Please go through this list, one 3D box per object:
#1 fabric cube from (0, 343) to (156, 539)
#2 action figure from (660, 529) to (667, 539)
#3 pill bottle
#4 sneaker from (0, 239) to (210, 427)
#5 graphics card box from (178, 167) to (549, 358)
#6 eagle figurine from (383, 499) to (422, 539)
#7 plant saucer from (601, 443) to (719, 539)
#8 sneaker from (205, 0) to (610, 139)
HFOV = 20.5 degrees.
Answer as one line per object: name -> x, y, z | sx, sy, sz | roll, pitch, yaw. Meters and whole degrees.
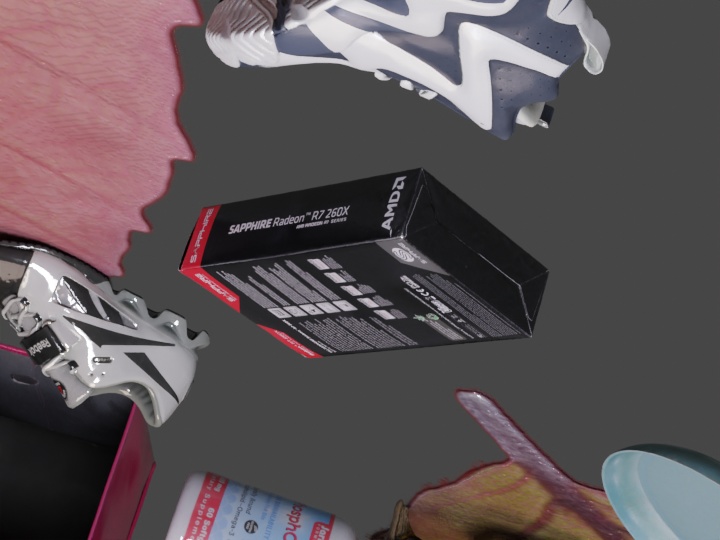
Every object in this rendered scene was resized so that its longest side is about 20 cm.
fabric cube -> -0.294, 0.188, 1.652 | 0.198, 0.198, 0.200 | 16, 158, 4
action figure -> 0.282, 0.239, 1.517 | 0.200, 0.104, 0.193 | 50, 147, 1
pill bottle -> -0.071, 0.254, 1.741 | 0.198, 0.110, 0.109 | 18, 157, -1
sneaker -> -0.207, 0.046, 1.416 | 0.199, 0.089, 0.074 | 27, 157, -15
graphics card box -> 0.000, 0.000, 1.208 | 0.199, 0.051, 0.125 | -7, 146, 47
eagle figurine -> 0.100, 0.275, 1.651 | 0.199, 0.152, 0.152 | 28, 145, 5
plant saucer -> 0.253, 0.186, 1.373 | 0.199, 0.027, 0.201 | 37, 159, 16
sneaker -> 0.028, -0.104, 0.920 | 0.198, 0.080, 0.130 | -17, 131, 38
